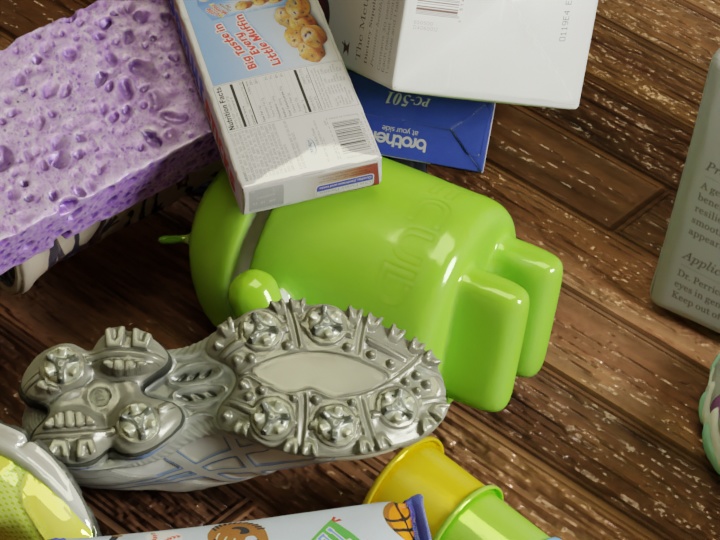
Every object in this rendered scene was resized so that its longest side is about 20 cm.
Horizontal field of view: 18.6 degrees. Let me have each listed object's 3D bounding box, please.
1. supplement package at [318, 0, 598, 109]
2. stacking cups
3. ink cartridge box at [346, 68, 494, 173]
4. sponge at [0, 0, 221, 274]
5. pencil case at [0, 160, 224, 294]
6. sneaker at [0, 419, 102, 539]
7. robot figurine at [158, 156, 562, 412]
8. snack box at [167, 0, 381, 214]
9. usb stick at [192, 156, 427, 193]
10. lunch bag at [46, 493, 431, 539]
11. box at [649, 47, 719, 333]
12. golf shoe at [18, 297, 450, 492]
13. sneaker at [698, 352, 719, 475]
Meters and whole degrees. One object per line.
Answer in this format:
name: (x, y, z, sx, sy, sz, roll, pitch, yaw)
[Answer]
supplement package: (0.033, -0.162, 1.168, 0.109, 0.115, 0.200, 4, 13, -25)
stacking cups: (0.088, 0.154, 0.999, 0.200, 0.061, 0.060, 36, 46, 29)
ink cartridge box: (0.032, -0.101, 1.256, 0.093, 0.045, 0.200, 11, 14, 3)
sponge: (-0.137, -0.081, 1.119, 0.199, 0.030, 0.112, -29, 60, -21)
pencil case: (-0.124, -0.062, 1.181, 0.199, 0.090, 0.078, -30, 70, -22)
sneaker: (-0.207, 0.109, 0.998, 0.199, 0.078, 0.090, 19, 49, 20)
robot figurine: (0.000, 0.000, 1.124, 0.199, 0.116, 0.175, 21, 32, 20)
snack box: (-0.052, -0.117, 1.116, 0.071, 0.024, 0.201, -13, 55, -11)
usb stick: (-0.061, -0.064, 1.262, 0.199, 0.033, 0.056, 5, 40, -6)
lunch bag: (-0.034, 0.201, 0.874, 0.169, 0.124, 0.201, -4, 54, -15)
box: (0.298, -0.054, 1.205, 0.198, 0.172, 0.200, 26, 42, 20)
golf shoe: (-0.059, 0.067, 1.044, 0.199, 0.097, 0.079, -1, 64, -4)
sneaker: (0.224, 0.069, 1.064, 0.077, 0.141, 0.201, 0, 40, -10)
